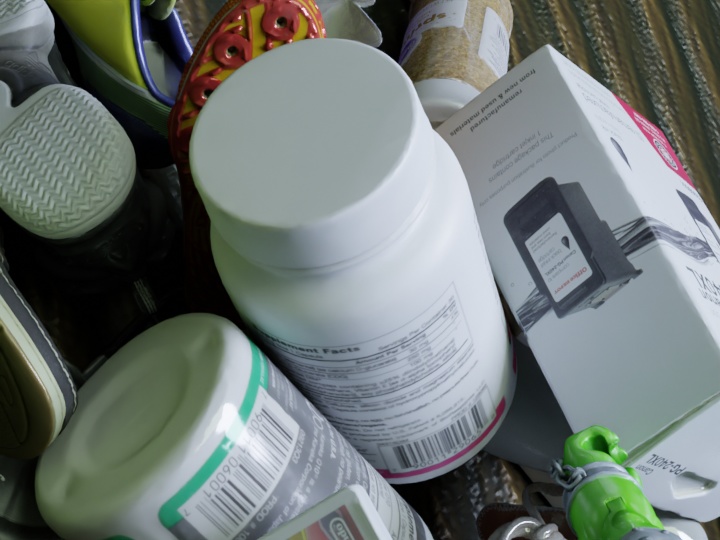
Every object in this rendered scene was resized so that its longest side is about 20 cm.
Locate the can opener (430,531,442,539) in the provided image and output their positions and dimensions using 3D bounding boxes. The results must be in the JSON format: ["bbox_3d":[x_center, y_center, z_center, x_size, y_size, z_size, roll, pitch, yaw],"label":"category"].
[{"bbox_3d":[0.083,0.195,0.841,0.199,0.053,0.067,35,15,-24],"label":"can opener"}]

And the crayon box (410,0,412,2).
[{"bbox_3d":[0.054,-0.286,1.031,0.051,0.127,0.201,-5,69,-51],"label":"crayon box"}]

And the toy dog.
[{"bbox_3d":[0.084,0.092,0.837,0.131,0.096,0.201,-20,73,-17],"label":"toy dog"}]

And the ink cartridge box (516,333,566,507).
[{"bbox_3d":[0.107,0.034,0.935,0.200,0.067,0.117,52,44,-7],"label":"ink cartridge box"}]

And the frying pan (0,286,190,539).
[{"bbox_3d":[-0.125,0.073,0.731,0.189,0.031,0.116,-14,78,-43],"label":"frying pan"}]

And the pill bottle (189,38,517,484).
[{"bbox_3d":[0.000,0.000,0.705,0.201,0.112,0.114,68,22,-53],"label":"pill bottle"}]

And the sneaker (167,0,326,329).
[{"bbox_3d":[-0.058,-0.060,0.764,0.072,0.201,0.078,7,46,-9],"label":"sneaker"}]

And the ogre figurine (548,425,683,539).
[{"bbox_3d":[0.128,0.162,0.626,0.120,0.097,0.202,44,43,-86],"label":"ogre figurine"}]

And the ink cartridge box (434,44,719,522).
[{"bbox_3d":[0.134,0.009,0.786,0.145,0.083,0.201,23,35,-54],"label":"ink cartridge box"}]

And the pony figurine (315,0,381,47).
[{"bbox_3d":[-0.015,-0.222,0.927,0.199,0.167,0.193,-25,54,-38],"label":"pony figurine"}]

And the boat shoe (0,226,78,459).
[{"bbox_3d":[-0.181,-0.011,0.678,0.201,0.072,0.066,45,36,9],"label":"boat shoe"}]

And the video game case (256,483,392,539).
[{"bbox_3d":[-0.051,0.193,0.610,0.144,0.199,0.018,60,8,10],"label":"video game case"}]

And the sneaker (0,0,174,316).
[{"bbox_3d":[-0.150,-0.058,0.749,0.200,0.075,0.114,52,-10,38],"label":"sneaker"}]

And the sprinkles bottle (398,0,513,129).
[{"bbox_3d":[0.052,-0.109,0.930,0.068,0.068,0.200,42,27,-16],"label":"sprinkles bottle"}]

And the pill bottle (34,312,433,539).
[{"bbox_3d":[-0.037,0.122,0.700,0.200,0.113,0.114,49,41,-29],"label":"pill bottle"}]

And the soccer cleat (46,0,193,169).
[{"bbox_3d":[-0.129,-0.148,0.811,0.065,0.084,0.201,-26,85,-48],"label":"soccer cleat"}]
